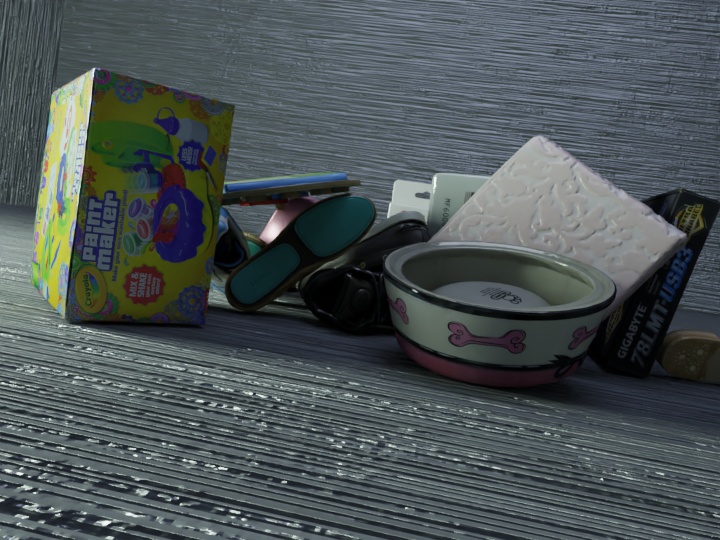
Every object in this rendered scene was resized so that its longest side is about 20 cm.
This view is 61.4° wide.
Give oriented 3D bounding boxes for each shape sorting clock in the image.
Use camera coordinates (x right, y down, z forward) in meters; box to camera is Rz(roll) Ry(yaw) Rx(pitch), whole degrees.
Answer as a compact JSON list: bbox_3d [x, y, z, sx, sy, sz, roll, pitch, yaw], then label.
[{"bbox_3d":[-0.099,-0.093,0.740,0.199,0.039,0.200,-5,11,1],"label":"shape sorting clock"}]

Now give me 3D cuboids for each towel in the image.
[{"bbox_3d":[0.199,-0.028,0.650,0.200,0.191,0.032,46,0,29],"label":"towel"}]

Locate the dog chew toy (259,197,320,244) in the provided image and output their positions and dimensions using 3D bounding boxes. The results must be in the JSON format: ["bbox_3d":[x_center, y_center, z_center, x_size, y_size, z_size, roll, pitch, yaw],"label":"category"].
[{"bbox_3d":[-0.044,-0.017,0.867,0.200,0.125,0.125,33,-1,-11],"label":"dog chew toy"}]

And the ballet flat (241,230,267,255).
[{"bbox_3d":[-0.211,-0.032,0.838,0.199,0.071,0.065,-3,32,12],"label":"ballet flat"}]

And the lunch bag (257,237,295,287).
[{"bbox_3d":[-0.178,-0.021,0.983,0.176,0.082,0.200,11,4,40],"label":"lunch bag"}]

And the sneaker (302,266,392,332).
[{"bbox_3d":[0.033,0.034,0.670,0.199,0.077,0.114,6,5,0],"label":"sneaker"}]

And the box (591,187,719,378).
[{"bbox_3d":[0.331,0.012,0.720,0.050,0.201,0.198,21,6,9],"label":"box"}]

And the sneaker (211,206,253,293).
[{"bbox_3d":[-0.158,-0.011,0.717,0.072,0.072,0.200,41,-12,23],"label":"sneaker"}]

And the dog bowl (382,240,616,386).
[{"bbox_3d":[0.116,0.033,0.541,0.199,0.074,0.200,3,17,-1],"label":"dog bowl"}]

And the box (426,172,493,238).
[{"bbox_3d":[0.196,-0.012,0.789,0.198,0.201,0.171,9,5,22],"label":"box"}]

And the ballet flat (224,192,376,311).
[{"bbox_3d":[-0.071,-0.024,0.702,0.200,0.069,0.063,-33,-3,-14],"label":"ballet flat"}]

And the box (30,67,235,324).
[{"bbox_3d":[-0.226,-0.066,0.579,0.122,0.201,0.192,6,4,-36],"label":"box"}]

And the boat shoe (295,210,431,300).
[{"bbox_3d":[0.000,0.000,0.758,0.201,0.061,0.072,-31,-31,27],"label":"boat shoe"}]

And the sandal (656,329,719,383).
[{"bbox_3d":[0.433,0.108,0.650,0.211,0.078,0.070,3,23,-3],"label":"sandal"}]

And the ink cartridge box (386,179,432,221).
[{"bbox_3d":[0.092,-0.038,0.942,0.115,0.201,0.067,8,3,4],"label":"ink cartridge box"}]
